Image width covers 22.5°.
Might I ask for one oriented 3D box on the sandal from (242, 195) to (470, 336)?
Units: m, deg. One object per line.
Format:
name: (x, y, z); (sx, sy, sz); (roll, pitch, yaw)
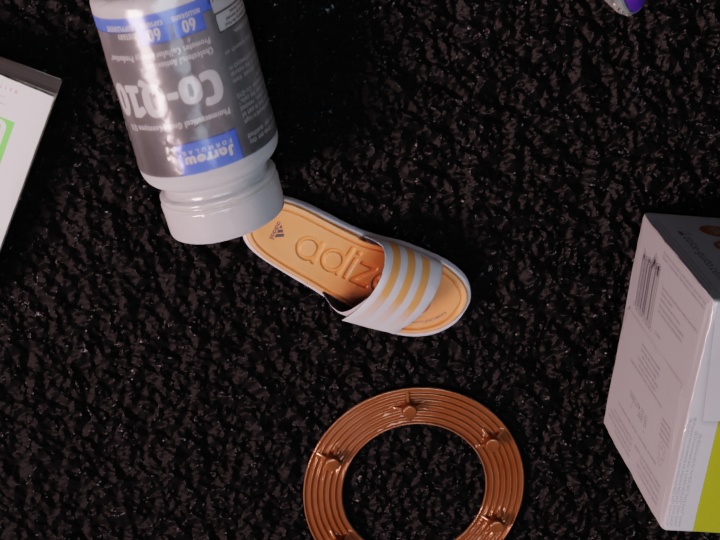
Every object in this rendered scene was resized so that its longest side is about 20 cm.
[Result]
sandal: (-0.004, 0.007, 1.485); (0.205, 0.059, 0.080); (23, 108, -15)

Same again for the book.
book: (-0.331, -0.078, 1.421); (0.132, 0.048, 0.202); (20, 110, -10)

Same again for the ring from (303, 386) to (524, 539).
ring: (0.048, 0.196, 1.591); (0.198, 0.019, 0.203); (-2, 112, -5)

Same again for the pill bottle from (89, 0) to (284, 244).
pill bottle: (-0.127, -0.131, 1.384); (0.112, 0.114, 0.202); (-15, 113, -1)

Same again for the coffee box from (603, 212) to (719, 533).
coffee box: (0.331, 0.084, 1.483); (0.195, 0.200, 0.202); (4, 111, -9)

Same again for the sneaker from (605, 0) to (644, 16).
sneaker: (0.195, -0.295, 1.381); (0.099, 0.070, 0.201); (-27, 113, 2)
